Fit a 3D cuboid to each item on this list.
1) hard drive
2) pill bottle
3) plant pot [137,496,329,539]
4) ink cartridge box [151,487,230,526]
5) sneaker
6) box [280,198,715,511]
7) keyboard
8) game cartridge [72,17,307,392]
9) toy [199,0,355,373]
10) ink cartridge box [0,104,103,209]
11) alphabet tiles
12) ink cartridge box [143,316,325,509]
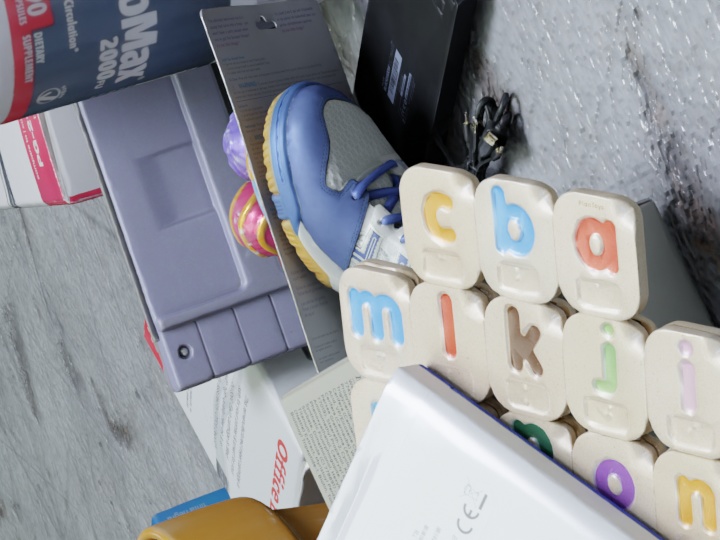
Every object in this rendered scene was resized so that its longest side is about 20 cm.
[{"bbox_3d":[0.066,0.146,1.097,0.200,0.025,0.133,35,112,29],"label":"hard drive"},{"bbox_3d":[-0.117,-0.150,1.362,0.120,0.199,0.120,44,144,45],"label":"pill bottle"},{"bbox_3d":[0.010,0.191,1.373,0.200,0.182,0.201,54,155,40],"label":"plant pot"},{"bbox_3d":[-0.060,0.255,1.773,0.147,0.085,0.201,100,147,-54],"label":"ink cartridge box"},{"bbox_3d":[0.033,-0.006,1.278,0.088,0.075,0.201,-18,110,46],"label":"sneaker"},{"bbox_3d":[0.057,0.047,1.180,0.200,0.068,0.083,-30,83,48],"label":"box"},{"bbox_3d":[0.034,-0.074,1.309,0.200,0.020,0.128,100,147,-56],"label":"keyboard"},{"bbox_3d":[-0.070,-0.053,1.442,0.038,0.129,0.201,161,89,-78],"label":"game cartridge"},{"bbox_3d":[-0.030,-0.026,1.331,0.047,0.115,0.201,-22,87,27],"label":"toy"},{"bbox_3d":[-0.135,-0.093,1.557,0.200,0.144,0.085,1,108,69],"label":"ink cartridge box"},{"bbox_3d":[0.071,0.056,1.105,0.199,0.015,0.197,11,116,42],"label":"alphabet tiles"},{"bbox_3d":[-0.043,0.056,1.539,0.145,0.083,0.201,98,148,-51],"label":"ink cartridge box"}]
